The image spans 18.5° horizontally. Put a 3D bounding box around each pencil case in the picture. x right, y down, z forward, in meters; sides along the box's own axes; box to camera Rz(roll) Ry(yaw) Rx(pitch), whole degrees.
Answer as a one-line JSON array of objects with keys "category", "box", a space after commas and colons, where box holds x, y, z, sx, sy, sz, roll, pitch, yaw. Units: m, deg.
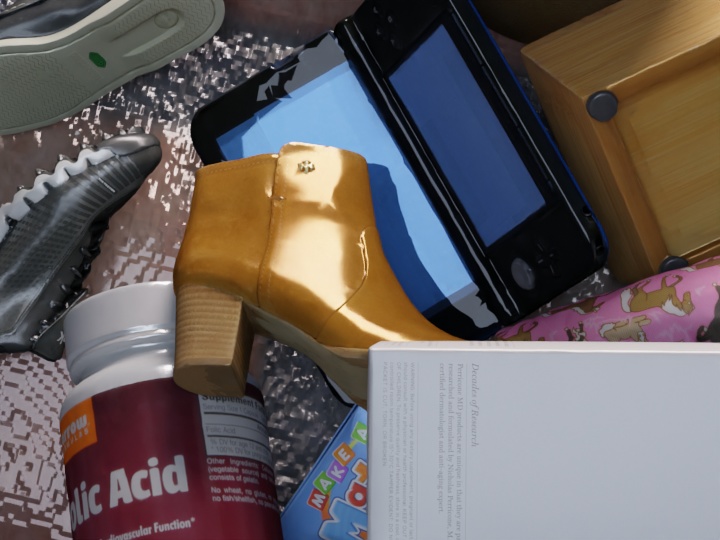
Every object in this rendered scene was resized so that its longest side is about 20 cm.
[{"category": "pencil case", "box": [0.165, 0.043, 1.170, 0.199, 0.083, 0.087, -17, 99, 18]}]

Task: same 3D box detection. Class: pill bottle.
[{"category": "pill bottle", "box": [-0.103, 0.115, 1.198, 0.114, 0.114, 0.201, -12, 68, 4]}]

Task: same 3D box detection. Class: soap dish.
[{"category": "soap dish", "box": [0.206, -0.089, 1.190, 0.199, 0.081, 0.158, -24, 119, 4]}]

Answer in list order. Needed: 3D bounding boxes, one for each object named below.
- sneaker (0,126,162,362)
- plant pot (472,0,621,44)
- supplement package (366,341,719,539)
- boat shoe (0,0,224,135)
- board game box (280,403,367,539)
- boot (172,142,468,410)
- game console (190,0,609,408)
[{"category": "sneaker", "box": [-0.181, 0.002, 1.255, 0.200, 0.066, 0.091, -37, 88, 6]}, {"category": "plant pot", "box": [0.112, -0.224, 1.175, 0.185, 0.200, 0.187, 0, 88, 5]}, {"category": "supplement package", "box": [0.104, 0.094, 1.038, 0.199, 0.121, 0.120, 0, 89, 3]}, {"category": "boat shoe", "box": [-0.173, -0.135, 1.269, 0.199, 0.072, 0.068, -23, 49, 10]}, {"category": "board game box", "box": [0.047, 0.178, 1.231, 0.200, 0.037, 0.152, 35, 100, 4]}, {"category": "boot", "box": [0.000, 0.000, 1.171, 0.200, 0.071, 0.145, 4, 59, 6]}, {"category": "game console", "box": [0.017, -0.047, 1.219, 0.118, 0.171, 0.201, -28, 85, -24]}]
